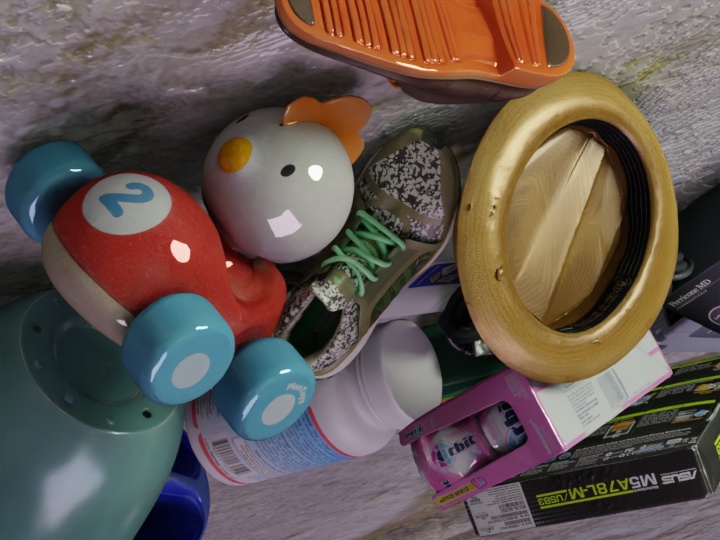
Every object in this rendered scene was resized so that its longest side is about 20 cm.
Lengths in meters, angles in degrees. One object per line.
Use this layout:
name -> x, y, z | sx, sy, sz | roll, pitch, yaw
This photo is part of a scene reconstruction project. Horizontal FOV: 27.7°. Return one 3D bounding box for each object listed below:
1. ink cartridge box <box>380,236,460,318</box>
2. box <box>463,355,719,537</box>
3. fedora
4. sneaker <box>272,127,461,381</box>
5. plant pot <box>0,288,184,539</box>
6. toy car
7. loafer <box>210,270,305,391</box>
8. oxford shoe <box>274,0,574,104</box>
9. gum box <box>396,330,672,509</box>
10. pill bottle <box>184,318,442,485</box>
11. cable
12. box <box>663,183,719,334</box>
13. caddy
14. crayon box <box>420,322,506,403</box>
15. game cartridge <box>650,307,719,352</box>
ink cartridge box -> 0.071, -0.003, 1.098 | 0.198, 0.040, 0.099 | -4, 155, -36
box -> 0.201, 0.133, 1.144 | 0.198, 0.048, 0.193 | -17, -172, 31
fedora -> 0.121, -0.028, 0.955 | 0.199, 0.203, 0.081 | 6, 178, -34
sneaker -> 0.000, 0.000, 0.959 | 0.201, 0.076, 0.089 | -59, 175, 19
plant pot -> -0.218, 0.110, 1.048 | 0.199, 0.202, 0.161 | 8, 137, -37
toy car -> -0.076, -0.040, 0.881 | 0.200, 0.184, 0.177 | -48, 146, 6
loafer -> -0.102, 0.063, 1.136 | 0.199, 0.072, 0.073 | -26, 151, 28
oxford shoe -> 0.028, -0.123, 0.819 | 0.198, 0.072, 0.073 | 7, 154, -36
gum box -> 0.125, 0.094, 1.031 | 0.113, 0.067, 0.199 | -34, 172, 35
pill bottle -> -0.038, 0.103, 1.174 | 0.199, 0.110, 0.108 | -18, 156, 33
cable -> 0.153, 0.008, 1.091 | 0.198, 0.051, 0.164 | -14, 156, -3
box -> 0.341, -0.023, 1.112 | 0.140, 0.080, 0.200 | 25, 140, -20
caddy -> -0.216, 0.185, 1.259 | 0.104, 0.143, 0.199 | -23, 154, 33
crayon box -> 0.138, 0.080, 1.263 | 0.170, 0.059, 0.200 | -11, 164, -1
game cartridge -> 0.356, 0.016, 1.293 | 0.132, 0.042, 0.200 | -1, 153, -31
